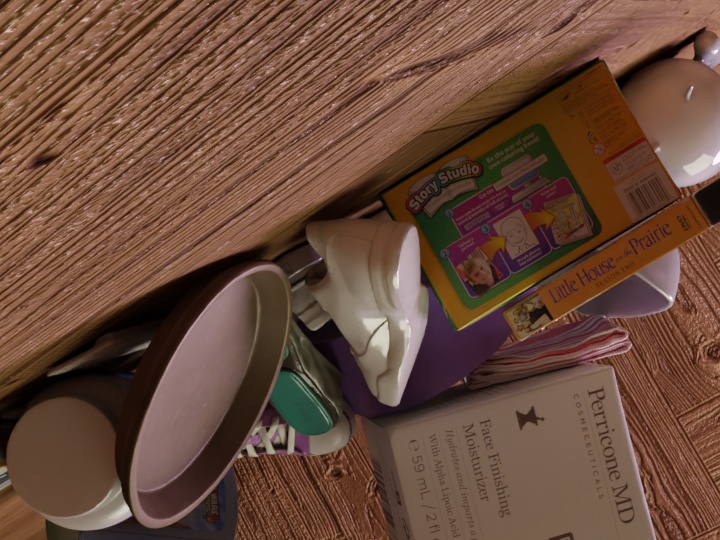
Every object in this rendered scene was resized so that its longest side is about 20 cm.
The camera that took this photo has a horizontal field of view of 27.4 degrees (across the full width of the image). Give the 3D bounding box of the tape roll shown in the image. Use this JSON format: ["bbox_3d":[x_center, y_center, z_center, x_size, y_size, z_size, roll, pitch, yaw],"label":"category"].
[{"bbox_3d":[0.046,0.030,1.288,0.199,0.085,0.200,-32,-163,11],"label":"tape roll"}]

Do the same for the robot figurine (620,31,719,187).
[{"bbox_3d":[0.290,-0.134,1.348,0.200,0.112,0.172,-17,125,-73],"label":"robot figurine"}]

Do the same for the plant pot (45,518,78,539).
[{"bbox_3d":[-0.296,0.270,1.763,0.199,0.135,0.200,-31,175,-3],"label":"plant pot"}]

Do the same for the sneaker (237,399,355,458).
[{"bbox_3d":[-0.108,0.143,1.250,0.197,0.074,0.115,6,-151,7],"label":"sneaker"}]

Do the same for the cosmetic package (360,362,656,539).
[{"bbox_3d":[0.121,0.180,1.260,0.197,0.167,0.165,-15,-179,-8],"label":"cosmetic package"}]

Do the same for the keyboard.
[{"bbox_3d":[-0.160,0.051,1.079,0.056,0.011,0.200,-32,175,16],"label":"keyboard"}]

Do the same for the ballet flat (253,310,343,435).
[{"bbox_3d":[-0.070,0.059,1.174,0.067,0.064,0.201,-12,140,20],"label":"ballet flat"}]

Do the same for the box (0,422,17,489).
[{"bbox_3d":[-0.309,0.161,1.118,0.118,0.042,0.200,-31,173,-2],"label":"box"}]

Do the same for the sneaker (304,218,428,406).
[{"bbox_3d":[0.001,0.025,1.100,0.201,0.087,0.076,84,22,-52],"label":"sneaker"}]

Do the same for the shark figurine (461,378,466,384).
[{"bbox_3d":[0.040,0.107,1.439,0.212,0.091,0.128,-6,-164,36],"label":"shark figurine"}]

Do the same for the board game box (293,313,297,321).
[{"bbox_3d":[0.015,0.020,1.552,0.147,0.065,0.200,-31,176,16],"label":"board game box"}]

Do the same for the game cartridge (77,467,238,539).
[{"bbox_3d":[-0.169,0.194,1.238,0.131,0.042,0.201,4,-148,-11],"label":"game cartridge"}]

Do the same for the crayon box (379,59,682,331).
[{"bbox_3d":[0.128,-0.055,1.123,0.198,0.120,0.058,-31,175,5],"label":"crayon box"}]

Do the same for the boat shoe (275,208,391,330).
[{"bbox_3d":[0.000,0.000,1.207,0.073,0.067,0.199,-34,174,42],"label":"boat shoe"}]

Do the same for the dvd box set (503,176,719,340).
[{"bbox_3d":[0.214,-0.021,1.102,0.146,0.030,0.199,-26,173,-46],"label":"dvd box set"}]

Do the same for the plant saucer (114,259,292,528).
[{"bbox_3d":[-0.110,0.082,1.028,0.201,0.029,0.201,-53,157,-34],"label":"plant saucer"}]

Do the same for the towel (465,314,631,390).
[{"bbox_3d":[0.162,0.067,1.329,0.144,0.030,0.200,-14,-178,4],"label":"towel"}]

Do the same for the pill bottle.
[{"bbox_3d":[-0.194,0.133,1.101,0.111,0.113,0.200,-30,176,1],"label":"pill bottle"}]

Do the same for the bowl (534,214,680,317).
[{"bbox_3d":[0.189,-0.038,1.358,0.075,0.198,0.200,-62,-167,-12],"label":"bowl"}]
